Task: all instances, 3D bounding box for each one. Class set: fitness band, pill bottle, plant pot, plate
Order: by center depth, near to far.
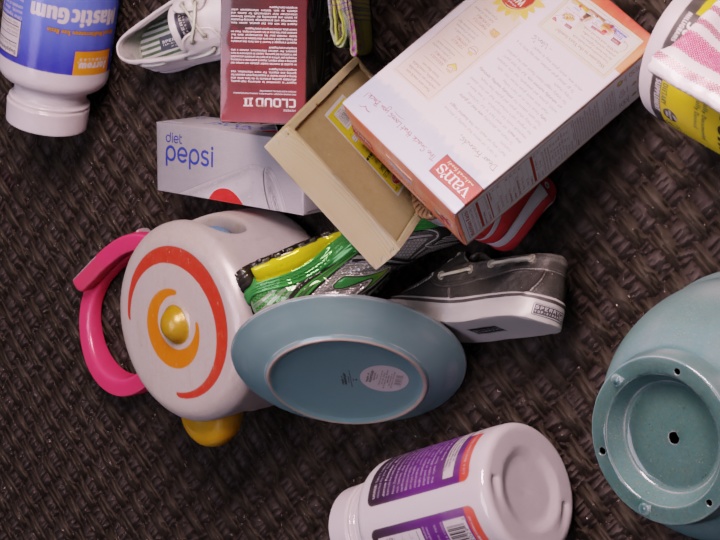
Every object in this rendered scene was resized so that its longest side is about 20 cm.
[{"bbox_3d":[0.294,-0.111,1.111,0.200,0.111,0.112,35,120,33],"label":"pill bottle"},{"bbox_3d":[0.248,0.107,1.181,0.200,0.134,0.202,10,105,41],"label":"plant pot"},{"bbox_3d":[0.068,0.201,1.384,0.199,0.111,0.112,-22,83,43],"label":"pill bottle"},{"bbox_3d":[-0.011,0.085,1.391,0.200,0.200,0.026,-35,39,41],"label":"plate"},{"bbox_3d":[-0.297,-0.239,1.643,0.112,0.112,0.201,27,116,37],"label":"pill bottle"},{"bbox_3d":[-0.224,0.044,1.685,0.200,0.037,0.144,-38,75,42],"label":"fitness band"}]

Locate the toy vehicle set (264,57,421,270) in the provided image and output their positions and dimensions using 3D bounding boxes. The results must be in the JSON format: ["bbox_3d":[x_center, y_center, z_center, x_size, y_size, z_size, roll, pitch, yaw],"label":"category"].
[{"bbox_3d":[0.004,-0.089,1.306,0.026,0.200,0.124,-39,97,25],"label":"toy vehicle set"}]

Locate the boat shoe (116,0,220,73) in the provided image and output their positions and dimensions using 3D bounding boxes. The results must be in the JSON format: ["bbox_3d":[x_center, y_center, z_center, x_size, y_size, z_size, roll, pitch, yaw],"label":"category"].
[{"bbox_3d":[-0.147,-0.222,1.536,0.200,0.067,0.074,-23,82,43],"label":"boat shoe"}]

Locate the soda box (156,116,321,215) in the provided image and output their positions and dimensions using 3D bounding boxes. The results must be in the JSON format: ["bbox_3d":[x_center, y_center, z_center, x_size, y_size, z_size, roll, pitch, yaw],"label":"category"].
[{"bbox_3d":[-0.099,-0.097,1.517,0.199,0.063,0.069,12,106,42],"label":"soda box"}]

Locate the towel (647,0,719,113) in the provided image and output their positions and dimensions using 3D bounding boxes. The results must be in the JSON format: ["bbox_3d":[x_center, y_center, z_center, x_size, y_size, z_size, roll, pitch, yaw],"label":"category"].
[{"bbox_3d":[0.297,-0.156,1.056,0.146,0.200,0.030,34,155,33],"label":"towel"}]

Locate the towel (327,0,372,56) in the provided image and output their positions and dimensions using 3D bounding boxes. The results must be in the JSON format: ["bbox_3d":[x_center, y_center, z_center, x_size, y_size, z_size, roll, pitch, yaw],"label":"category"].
[{"bbox_3d":[-0.018,-0.276,1.364,0.023,0.144,0.201,-8,97,8],"label":"towel"}]

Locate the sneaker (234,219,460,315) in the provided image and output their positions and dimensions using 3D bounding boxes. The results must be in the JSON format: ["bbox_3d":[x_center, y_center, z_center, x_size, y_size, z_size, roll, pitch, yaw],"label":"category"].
[{"bbox_3d":[0.000,0.000,1.401,0.199,0.078,0.086,-23,92,11],"label":"sneaker"}]

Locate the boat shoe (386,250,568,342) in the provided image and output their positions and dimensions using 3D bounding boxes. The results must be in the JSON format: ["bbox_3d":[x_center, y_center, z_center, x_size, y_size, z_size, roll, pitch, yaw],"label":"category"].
[{"bbox_3d":[0.095,0.020,1.362,0.199,0.071,0.064,-5,68,49],"label":"boat shoe"}]

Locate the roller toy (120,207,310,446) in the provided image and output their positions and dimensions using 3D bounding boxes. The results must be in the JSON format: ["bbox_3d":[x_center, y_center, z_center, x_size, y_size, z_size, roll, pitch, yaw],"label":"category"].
[{"bbox_3d":[-0.126,0.041,1.516,0.183,0.139,0.200,55,130,22],"label":"roller toy"}]

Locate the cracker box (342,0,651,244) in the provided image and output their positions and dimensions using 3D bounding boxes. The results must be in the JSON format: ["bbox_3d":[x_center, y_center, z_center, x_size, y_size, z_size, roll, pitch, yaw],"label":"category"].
[{"bbox_3d":[0.105,-0.134,1.241,0.200,0.058,0.134,-40,63,-8],"label":"cracker box"}]

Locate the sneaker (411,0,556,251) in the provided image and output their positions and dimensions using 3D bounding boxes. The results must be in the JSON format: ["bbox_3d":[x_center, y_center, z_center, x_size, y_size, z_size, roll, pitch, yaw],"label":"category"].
[{"bbox_3d":[0.103,-0.112,1.332,0.071,0.112,0.201,-15,57,45],"label":"sneaker"}]

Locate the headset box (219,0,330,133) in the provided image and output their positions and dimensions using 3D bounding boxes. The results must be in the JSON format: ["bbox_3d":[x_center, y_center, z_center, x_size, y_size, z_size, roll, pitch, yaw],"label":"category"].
[{"bbox_3d":[-0.069,-0.210,1.400,0.077,0.149,0.201,2,101,7],"label":"headset box"}]
